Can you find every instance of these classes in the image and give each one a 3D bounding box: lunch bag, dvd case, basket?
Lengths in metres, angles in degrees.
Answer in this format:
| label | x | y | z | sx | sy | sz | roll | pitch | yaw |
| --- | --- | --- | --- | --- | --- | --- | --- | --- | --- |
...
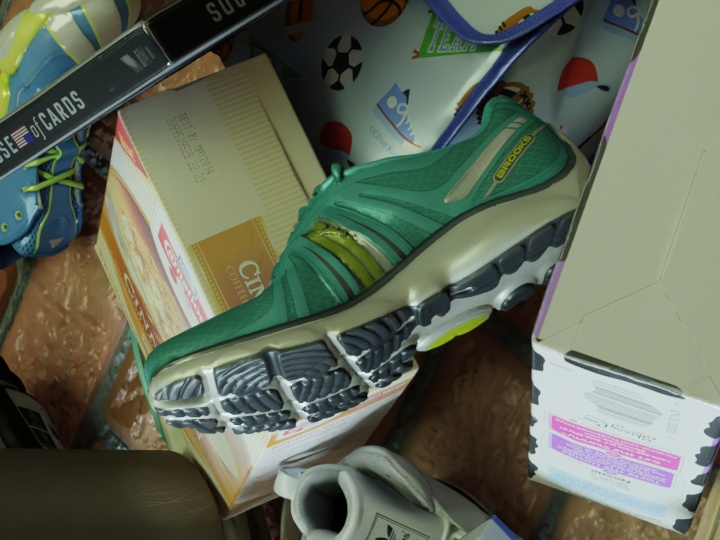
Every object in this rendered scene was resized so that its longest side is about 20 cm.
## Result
| label | x | y | z | sx | sy | sz | roll | pitch | yaw |
| --- | --- | --- | --- | --- | --- | --- | --- | --- | --- |
| lunch bag | 0.045 | -0.117 | 1.065 | 0.200 | 0.124 | 0.170 | -52 | 51 | 24 |
| dvd case | -0.087 | -0.092 | 1.022 | 0.200 | 0.150 | 0.025 | -26 | 99 | 51 |
| basket | -0.172 | 0.146 | 1.115 | 0.180 | 0.200 | 0.136 | -59 | 45 | 44 |

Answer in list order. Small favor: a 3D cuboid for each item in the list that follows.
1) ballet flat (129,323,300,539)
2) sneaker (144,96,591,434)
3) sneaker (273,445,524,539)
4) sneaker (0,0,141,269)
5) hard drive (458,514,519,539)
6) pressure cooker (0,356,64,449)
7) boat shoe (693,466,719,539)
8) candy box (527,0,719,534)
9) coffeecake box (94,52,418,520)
| label | x | y | z | sx | sy | sz | roll | pitch | yaw |
| --- | --- | --- | --- | --- | --- | --- | --- | --- | --- |
| ballet flat | -0.065 | 0.092 | 1.203 | 0.069 | 0.069 | 0.200 | -24 | 72 | 41 |
| sneaker | 0.000 | 0.000 | 0.963 | 0.080 | 0.200 | 0.078 | 56 | 167 | 23 |
| sneaker | 0.047 | 0.140 | 1.035 | 0.200 | 0.115 | 0.075 | 32 | 92 | 43 |
| sneaker | -0.164 | -0.072 | 1.312 | 0.200 | 0.076 | 0.105 | -43 | 70 | 42 |
| hard drive | 0.077 | 0.208 | 0.992 | 0.200 | 0.025 | 0.132 | 47 | 124 | -4 |
| pressure cooker | -0.244 | 0.129 | 1.286 | 0.176 | 0.179 | 0.200 | -47 | 57 | 34 |
| boat shoe | 0.139 | 0.148 | 0.912 | 0.065 | 0.071 | 0.200 | 40 | 119 | 40 |
| candy box | 0.120 | -0.009 | 0.896 | 0.071 | 0.200 | 0.168 | 18 | 74 | 9 |
| coffeecake box | -0.053 | 0.014 | 1.091 | 0.154 | 0.073 | 0.200 | 64 | 165 | 11 |
